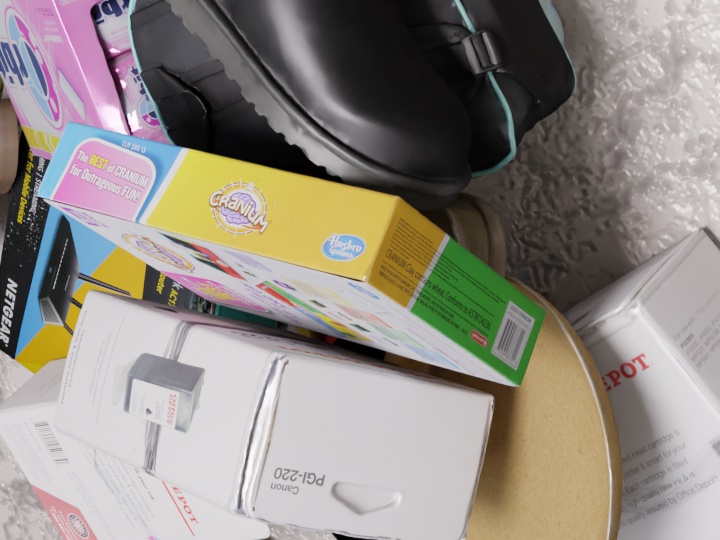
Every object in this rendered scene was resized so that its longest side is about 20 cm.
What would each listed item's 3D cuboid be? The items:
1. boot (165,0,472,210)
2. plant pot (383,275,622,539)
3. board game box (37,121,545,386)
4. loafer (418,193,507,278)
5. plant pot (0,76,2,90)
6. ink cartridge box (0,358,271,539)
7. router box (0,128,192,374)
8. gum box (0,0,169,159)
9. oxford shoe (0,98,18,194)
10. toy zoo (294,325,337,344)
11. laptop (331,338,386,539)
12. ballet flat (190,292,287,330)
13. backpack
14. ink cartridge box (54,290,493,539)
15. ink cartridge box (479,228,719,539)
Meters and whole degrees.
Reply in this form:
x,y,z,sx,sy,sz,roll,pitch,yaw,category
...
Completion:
x,y,z,sx,sy,sz,roll,pitch,yaw,category
-0.001,-0.143,0.878,0.211,0.079,0.158,44,124,5,boot
0.074,0.098,1.069,0.199,0.027,0.202,12,105,54,plant pot
-0.032,-0.008,0.968,0.199,0.041,0.153,15,168,35,board game box
0.000,0.000,1.079,0.199,0.067,0.077,-8,88,53,loafer
-0.359,-0.131,1.288,0.199,0.184,0.202,21,131,26,plant pot
-0.128,0.111,1.282,0.199,0.067,0.117,-10,114,45,ink cartridge box
-0.161,0.005,1.321,0.149,0.051,0.201,32,134,16,router box
-0.152,-0.121,1.148,0.200,0.066,0.114,18,131,65,gum box
-0.270,-0.058,1.326,0.200,0.071,0.072,124,140,-61,oxford shoe
0.024,0.050,1.226,0.131,0.020,0.201,-10,113,43,toy zoo
0.038,0.139,1.233,0.187,0.116,0.200,48,122,13,laptop
-0.061,-0.034,1.195,0.074,0.074,0.201,28,114,20,ballet flat
-0.008,-0.120,1.027,0.199,0.153,0.177,-22,105,30,backpack
-0.049,0.076,1.073,0.199,0.145,0.086,17,93,54,ink cartridge box
0.178,0.099,1.088,0.200,0.085,0.145,50,139,-4,ink cartridge box
